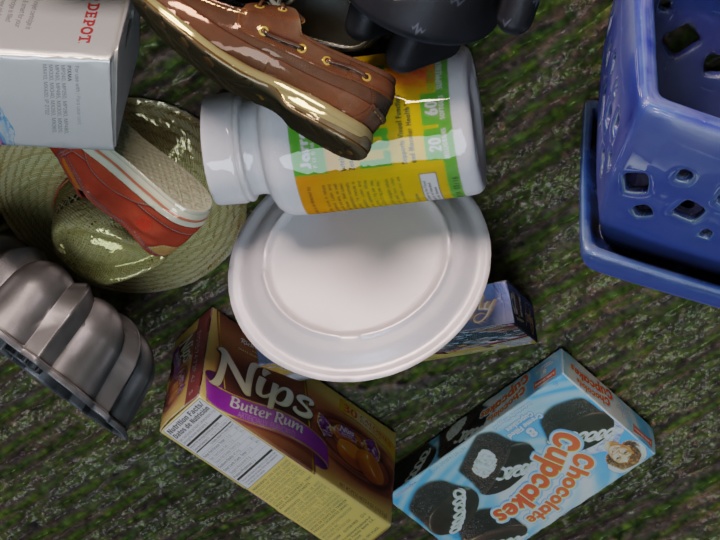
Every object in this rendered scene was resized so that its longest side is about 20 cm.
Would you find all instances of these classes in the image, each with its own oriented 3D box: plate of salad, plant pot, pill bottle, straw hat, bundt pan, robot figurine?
[{"bbox_3d":[0.000,0.000,1.775,0.199,0.201,0.048,-6,147,8],"label":"plate of salad"},{"bbox_3d":[0.257,-0.089,1.691,0.199,0.200,0.180,15,133,-8],"label":"plant pot"},{"bbox_3d":[-0.012,-0.100,1.745,0.199,0.111,0.111,-7,126,8],"label":"pill bottle"},{"bbox_3d":[-0.189,-0.034,1.821,0.200,0.085,0.202,2,126,2],"label":"straw hat"},{"bbox_3d":[-0.238,0.042,1.832,0.202,0.202,0.076,42,80,-24],"label":"bundt pan"},{"bbox_3d":[0.055,-0.235,1.632,0.150,0.125,0.200,16,125,-8],"label":"robot figurine"}]

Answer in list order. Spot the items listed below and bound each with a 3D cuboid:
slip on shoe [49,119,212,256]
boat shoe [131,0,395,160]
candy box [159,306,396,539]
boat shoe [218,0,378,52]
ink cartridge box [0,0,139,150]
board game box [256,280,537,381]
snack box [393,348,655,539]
[{"bbox_3d":[-0.197,-0.084,1.751,0.200,0.074,0.061,40,118,13],"label":"slip on shoe"},{"bbox_3d":[-0.066,-0.154,1.670,0.200,0.072,0.068,31,81,3],"label":"boat shoe"},{"bbox_3d":[-0.064,0.130,1.915,0.200,0.117,0.056,37,120,-21],"label":"candy box"},{"bbox_3d":[-0.074,-0.202,1.704,0.200,0.062,0.073,26,123,-15],"label":"boat shoe"},{"bbox_3d":[-0.262,-0.160,1.694,0.199,0.146,0.083,4,126,1],"label":"ink cartridge box"},{"bbox_3d":[0.030,0.049,1.848,0.199,0.135,0.035,-10,81,10],"label":"board game box"},{"bbox_3d":[0.132,0.160,1.973,0.116,0.037,0.200,40,119,-23],"label":"snack box"}]
